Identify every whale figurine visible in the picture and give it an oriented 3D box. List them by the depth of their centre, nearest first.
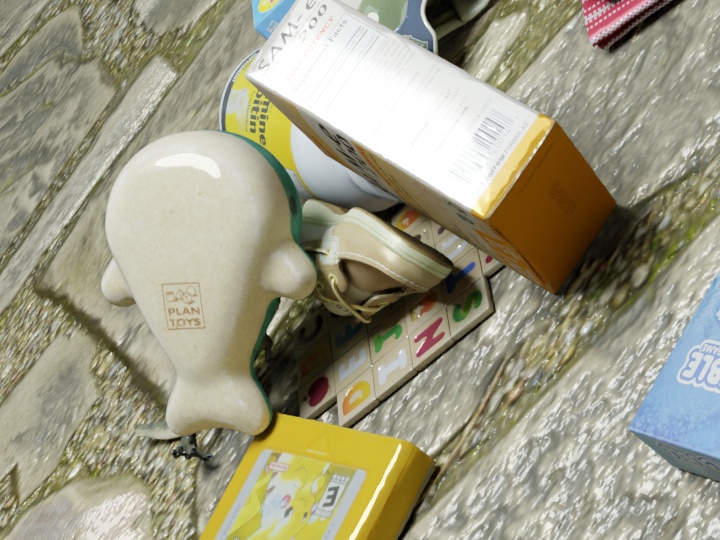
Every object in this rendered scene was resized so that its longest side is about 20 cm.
[{"bbox_3d":[-0.093,0.007,1.356,0.159,0.201,0.104,-5,5,24],"label":"whale figurine"}]

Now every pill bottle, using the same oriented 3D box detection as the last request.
[{"bbox_3d":[-0.013,-0.101,1.448,0.112,0.112,0.200,-57,28,-8],"label":"pill bottle"}]

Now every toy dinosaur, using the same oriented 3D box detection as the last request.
[{"bbox_3d":[-0.100,0.086,1.434,0.200,0.047,0.088,-49,33,32],"label":"toy dinosaur"}]

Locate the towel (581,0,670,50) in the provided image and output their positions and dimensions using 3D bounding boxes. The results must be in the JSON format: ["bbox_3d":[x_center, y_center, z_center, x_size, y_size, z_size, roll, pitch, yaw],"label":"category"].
[{"bbox_3d":[0.204,-0.246,1.385,0.144,0.022,0.200,-34,35,27],"label":"towel"}]

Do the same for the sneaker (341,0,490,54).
[{"bbox_3d":[0.063,-0.218,1.527,0.090,0.067,0.200,19,48,24],"label":"sneaker"}]

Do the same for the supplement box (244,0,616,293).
[{"bbox_3d":[0.042,-0.079,1.240,0.200,0.126,0.074,33,86,32],"label":"supplement box"}]

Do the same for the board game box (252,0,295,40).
[{"bbox_3d":[-0.008,-0.298,1.724,0.200,0.056,0.196,-41,30,21],"label":"board game box"}]

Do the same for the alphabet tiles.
[{"bbox_3d":[0.028,0.014,1.365,0.200,0.006,0.167,-40,31,23],"label":"alphabet tiles"}]

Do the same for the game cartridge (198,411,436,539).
[{"bbox_3d":[-0.055,0.186,1.266,0.176,0.032,0.200,4,60,58],"label":"game cartridge"}]

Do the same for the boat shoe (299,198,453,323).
[{"bbox_3d":[0.000,0.000,1.349,0.067,0.074,0.200,-61,18,-5],"label":"boat shoe"}]

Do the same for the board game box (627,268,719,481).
[{"bbox_3d":[0.247,0.021,0.990,0.199,0.043,0.200,-59,29,-10],"label":"board game box"}]
